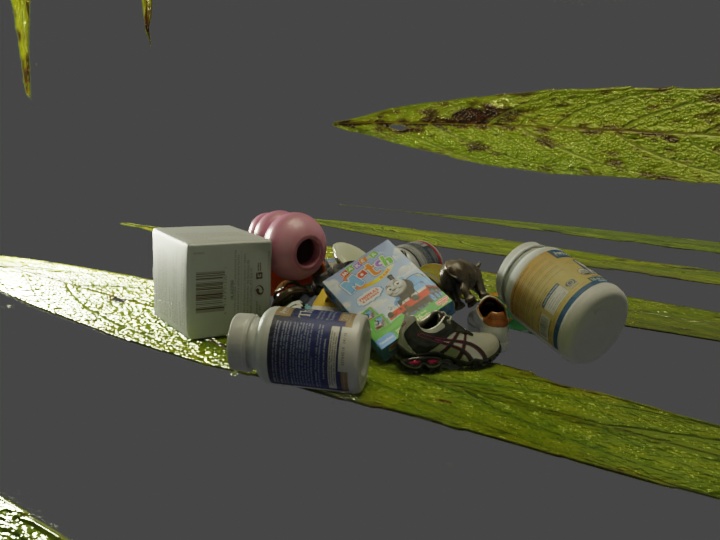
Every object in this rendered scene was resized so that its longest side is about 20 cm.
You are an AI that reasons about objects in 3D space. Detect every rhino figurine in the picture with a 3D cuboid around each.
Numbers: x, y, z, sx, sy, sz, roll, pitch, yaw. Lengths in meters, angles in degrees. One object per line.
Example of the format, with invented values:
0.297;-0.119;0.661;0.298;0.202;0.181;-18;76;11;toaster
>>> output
0.200;0.019;1.368;0.059;0.089;0.199;-31;-11;21;rhino figurine

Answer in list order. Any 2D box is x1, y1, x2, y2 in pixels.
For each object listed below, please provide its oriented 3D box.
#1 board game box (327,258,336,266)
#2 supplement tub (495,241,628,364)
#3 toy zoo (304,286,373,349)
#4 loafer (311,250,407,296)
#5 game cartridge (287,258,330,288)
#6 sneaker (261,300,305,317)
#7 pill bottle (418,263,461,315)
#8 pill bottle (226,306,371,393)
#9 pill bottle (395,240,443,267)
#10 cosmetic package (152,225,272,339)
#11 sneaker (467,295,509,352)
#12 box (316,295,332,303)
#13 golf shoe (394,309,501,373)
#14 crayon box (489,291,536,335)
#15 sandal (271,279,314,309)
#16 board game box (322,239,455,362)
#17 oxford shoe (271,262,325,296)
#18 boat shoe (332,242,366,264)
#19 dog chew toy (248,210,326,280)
-0.057;0.014;1.723;0.149;0.046;0.198;-7;15;-36;board game box
0.339;0.050;1.259;0.142;0.148;0.200;-5;29;-31;supplement tub
-0.012;0.074;1.298;0.195;0.021;0.133;5;50;21;toy zoo
0.000;0.000;1.408;0.195;0.064;0.073;-10;43;-17;loafer
-0.150;0.003;1.603;0.132;0.042;0.198;-36;23;-25;game cartridge
-0.138;0.094;1.255;0.088;0.068;0.200;2;13;-5;sneaker
0.131;0.050;1.407;0.110;0.116;0.199;6;12;21;pill bottle
-0.088;0.111;1.063;0.194;0.114;0.111;4;11;11;pill bottle
0.093;0.007;1.596;0.117;0.123;0.199;8;13;29;pill bottle
-0.277;0.014;1.362;0.163;0.172;0.198;-5;14;-33;cosmetic package
0.240;0.082;1.347;0.071;0.087;0.200;0;10;-2;sneaker
-0.046;0.068;1.444;0.073;0.052;0.200;0;11;-6;box
0.149;0.110;1.185;0.195;0.091;0.077;-3;11;-29;golf shoe
0.352;0.083;1.424;0.197;0.060;0.117;13;15;42;crayon box
-0.132;0.044;1.414;0.081;0.055;0.200;-38;-4;11;sandal
0.045;0.046;1.266;0.149;0.037;0.200;-32;46;-14;board game box
-0.165;0.000;1.501;0.194;0.073;0.073;-9;29;5;oxford shoe
0.005;0.018;1.488;0.071;0.061;0.201;-17;47;-37;boat shoe
-0.150;-0.058;1.412;0.122;0.128;0.198;-6;19;-36;dog chew toy
